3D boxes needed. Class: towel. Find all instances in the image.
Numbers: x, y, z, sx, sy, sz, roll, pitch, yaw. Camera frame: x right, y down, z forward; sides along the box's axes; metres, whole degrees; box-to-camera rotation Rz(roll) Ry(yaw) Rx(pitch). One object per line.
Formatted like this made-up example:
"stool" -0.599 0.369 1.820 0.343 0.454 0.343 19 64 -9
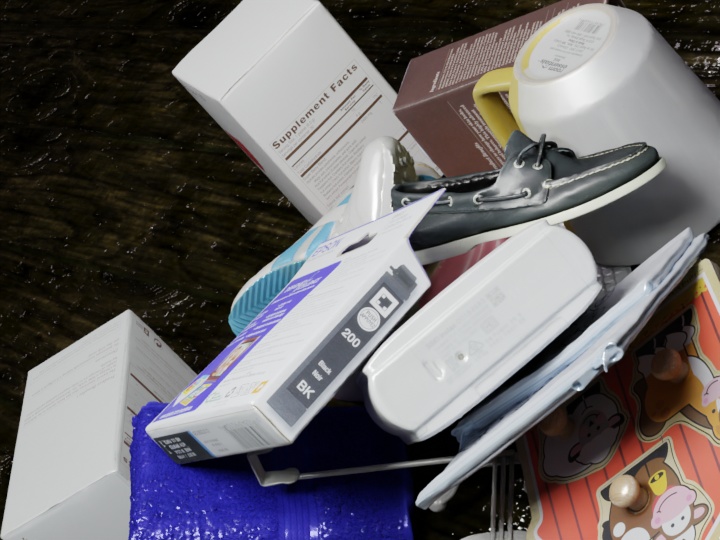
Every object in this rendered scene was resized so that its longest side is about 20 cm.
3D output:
"towel" -0.063 0.143 1.281 0.200 0.050 0.148 -1 34 -7

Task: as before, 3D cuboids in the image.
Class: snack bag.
"snack bag" 0.122 0.060 1.133 0.189 0.021 0.200 -42 -1 33

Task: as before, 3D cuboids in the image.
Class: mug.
"mug" 0.167 -0.102 1.314 0.186 0.153 0.149 -21 36 27

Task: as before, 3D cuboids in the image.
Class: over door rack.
"over door rack" 0.017 0.184 1.175 0.200 0.067 0.148 1 42 6

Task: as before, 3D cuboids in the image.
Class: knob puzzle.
"knob puzzle" 0.167 0.108 1.092 0.220 0.030 0.220 -34 40 34

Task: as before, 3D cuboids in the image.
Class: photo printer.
"photo printer" 0.073 0.045 1.212 0.166 0.069 0.200 -40 -4 -4

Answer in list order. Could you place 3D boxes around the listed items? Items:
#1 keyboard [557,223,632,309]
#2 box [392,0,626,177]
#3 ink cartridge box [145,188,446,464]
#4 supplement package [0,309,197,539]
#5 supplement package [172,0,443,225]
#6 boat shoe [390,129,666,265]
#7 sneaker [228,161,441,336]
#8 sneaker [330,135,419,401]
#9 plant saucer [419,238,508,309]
"keyboard" 0.171 0.004 1.328 0.056 0.011 0.200 -30 33 20
"box" 0.137 -0.145 1.467 0.200 0.100 0.075 -17 39 34
"ink cartridge box" -0.035 0.042 1.210 0.200 0.043 0.198 -48 12 -24
"supplement package" -0.198 0.153 1.464 0.117 0.117 0.200 -30 32 19
"supplement package" -0.041 -0.130 1.554 0.120 0.200 0.121 -46 30 -5
"boat shoe" 0.108 -0.062 1.243 0.199 0.066 0.075 -18 10 31
"sneaker" -0.015 -0.009 1.410 0.200 0.077 0.081 -35 19 5
"sneaker" 0.000 0.000 1.338 0.080 0.200 0.076 7 9 23
"plant saucer" 0.025 0.011 1.449 0.200 0.051 0.201 -30 33 22
